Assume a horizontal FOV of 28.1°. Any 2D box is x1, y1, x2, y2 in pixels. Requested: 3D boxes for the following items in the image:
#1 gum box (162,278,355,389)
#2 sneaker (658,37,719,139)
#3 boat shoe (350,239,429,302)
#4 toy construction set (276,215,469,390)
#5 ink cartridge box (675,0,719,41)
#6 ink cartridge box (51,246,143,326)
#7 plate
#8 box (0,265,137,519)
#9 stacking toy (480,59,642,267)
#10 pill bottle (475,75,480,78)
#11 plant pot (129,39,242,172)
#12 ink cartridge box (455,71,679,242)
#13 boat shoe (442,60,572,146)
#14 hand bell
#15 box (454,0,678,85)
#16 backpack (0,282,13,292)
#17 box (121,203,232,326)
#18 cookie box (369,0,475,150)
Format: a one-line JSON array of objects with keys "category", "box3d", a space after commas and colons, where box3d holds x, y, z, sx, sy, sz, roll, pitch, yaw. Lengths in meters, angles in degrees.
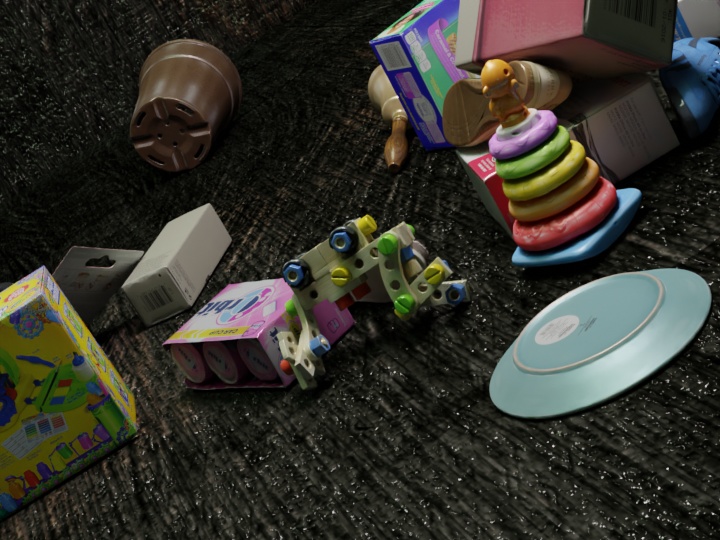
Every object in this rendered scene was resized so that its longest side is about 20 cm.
[{"category": "gum box", "box3d": [-0.115, 0.067, 1.541, 0.113, 0.066, 0.199, -42, 21, -33]}, {"category": "sneaker", "box3d": [0.356, -0.200, 1.496, 0.078, 0.066, 0.200, -20, 21, 19]}, {"category": "boat shoe", "box3d": [0.000, 0.000, 1.535, 0.199, 0.072, 0.060, -22, 23, 43]}, {"category": "toy construction set", "box3d": [-0.004, 0.024, 1.411, 0.199, 0.132, 0.092, -34, 1, 8]}, {"category": "ink cartridge box", "box3d": [0.430, -0.333, 1.715, 0.199, 0.067, 0.116, -28, 19, 10]}, {"category": "ink cartridge box", "box3d": [-0.398, 0.032, 1.896, 0.200, 0.047, 0.160, -50, -21, 17]}, {"category": "plate", "box3d": [0.190, 0.050, 1.176, 0.199, 0.026, 0.200, -28, 20, 11]}, {"category": "box", "box3d": [-0.380, 0.138, 1.580, 0.199, 0.193, 0.122, -31, 18, -1]}, {"category": "stacking toy", "box3d": [0.163, -0.108, 1.346, 0.116, 0.201, 0.109, -43, 22, -31]}, {"category": "pill bottle", "box3d": [0.222, -0.245, 1.748, 0.111, 0.111, 0.200, -37, 19, -18]}, {"category": "plant pot", "box3d": [-0.329, -0.293, 2.639, 0.199, 0.201, 0.199, -24, 27, 19]}, {"category": "ink cartridge box", "box3d": [0.215, -0.129, 1.504, 0.199, 0.084, 0.145, -30, 18, 2]}, {"category": "boat shoe", "box3d": [0.147, -0.169, 1.493, 0.064, 0.072, 0.200, -2, -3, -24]}, {"category": "hand bell", "box3d": [0.053, -0.198, 1.966, 0.104, 0.104, 0.201, -23, 31, 22]}, {"category": "box", "box3d": [0.207, -0.258, 1.464, 0.127, 0.110, 0.200, 11, -8, -33]}, {"category": "backpack", "box3d": [-0.468, 0.128, 1.758, 0.200, 0.153, 0.176, -45, 54, 29]}, {"category": "box", "box3d": [-0.246, -0.010, 1.946, 0.082, 0.069, 0.200, -23, 20, 24]}, {"category": "cookie box", "box3d": [0.133, -0.284, 1.897, 0.200, 0.172, 0.075, -42, 24, -29]}]
